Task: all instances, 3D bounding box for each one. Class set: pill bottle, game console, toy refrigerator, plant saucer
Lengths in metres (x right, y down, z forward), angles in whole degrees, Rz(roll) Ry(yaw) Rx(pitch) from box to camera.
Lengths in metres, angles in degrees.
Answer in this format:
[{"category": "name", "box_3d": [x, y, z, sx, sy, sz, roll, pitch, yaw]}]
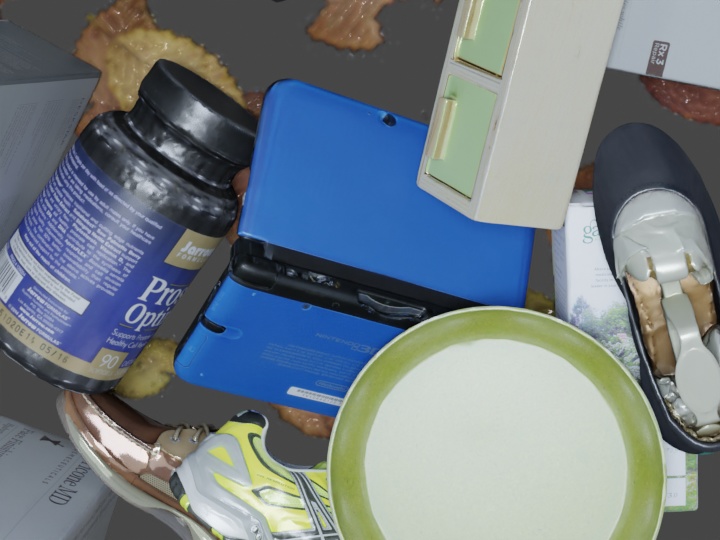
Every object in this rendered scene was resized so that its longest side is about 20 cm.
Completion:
[{"category": "pill bottle", "box_3d": [-0.149, -0.029, 0.797, 0.112, 0.112, 0.200, 37, 102, -2]}, {"category": "game console", "box_3d": [0.000, 0.000, 0.801, 0.200, 0.118, 0.171, 16, 134, -22]}, {"category": "toy refrigerator", "box_3d": [0.094, -0.131, 0.723, 0.070, 0.076, 0.200, 4, 109, -28]}, {"category": "plant saucer", "box_3d": [0.081, 0.121, 0.751, 0.200, 0.031, 0.200, 0, 89, 7]}]

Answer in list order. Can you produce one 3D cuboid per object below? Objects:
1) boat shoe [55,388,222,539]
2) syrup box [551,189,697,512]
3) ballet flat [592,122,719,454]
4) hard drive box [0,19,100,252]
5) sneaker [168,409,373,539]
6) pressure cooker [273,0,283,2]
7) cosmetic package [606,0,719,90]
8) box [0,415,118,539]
[{"category": "boat shoe", "box_3d": [-0.116, 0.134, 0.849, 0.200, 0.076, 0.072, 42, 98, -12]}, {"category": "syrup box", "box_3d": [0.167, 0.048, 0.797, 0.079, 0.081, 0.200, -3, 98, 3]}, {"category": "ballet flat", "box_3d": [0.181, 0.014, 0.715, 0.073, 0.073, 0.200, -13, 99, 8]}, {"category": "hard drive box", "box_3d": [-0.249, -0.067, 0.755, 0.077, 0.200, 0.156, 29, 101, 0]}, {"category": "sneaker", "box_3d": [-0.021, 0.166, 0.780, 0.200, 0.075, 0.076, 38, 84, -6]}, {"category": "pressure cooker", "box_3d": [-0.045, -0.266, 0.708, 0.200, 0.176, 0.179, -16, 132, 10]}, {"category": "cosmetic package", "box_3d": [0.227, -0.153, 0.708, 0.200, 0.081, 0.113, 18, 103, 40]}, {"category": "box", "box_3d": [-0.261, 0.219, 0.809, 0.131, 0.199, 0.200, 20, 101, 1]}]
